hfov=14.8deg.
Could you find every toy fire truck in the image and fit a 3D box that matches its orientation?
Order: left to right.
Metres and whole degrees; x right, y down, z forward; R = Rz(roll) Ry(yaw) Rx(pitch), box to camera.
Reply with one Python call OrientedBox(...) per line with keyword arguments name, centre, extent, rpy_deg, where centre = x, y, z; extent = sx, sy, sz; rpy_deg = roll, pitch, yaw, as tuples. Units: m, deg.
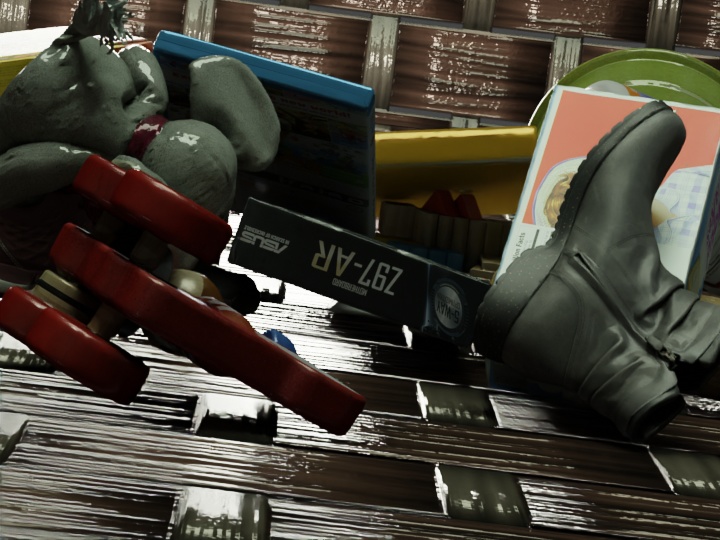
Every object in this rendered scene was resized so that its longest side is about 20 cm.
OrientedBox(name="toy fire truck", centre=(-0.096, 0.028, 1.517), extent=(0.168, 0.112, 0.200), rpy_deg=(32, -3, -21))

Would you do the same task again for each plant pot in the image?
OrientedBox(name="plant pot", centre=(0.215, -0.052, 2.139), extent=(0.200, 0.200, 0.190), rpy_deg=(8, 19, 6))

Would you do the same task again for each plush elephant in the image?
OrientedBox(name="plush elephant", centre=(-0.140, -0.067, 1.675), extent=(0.155, 0.200, 0.165), rpy_deg=(45, 49, 1))

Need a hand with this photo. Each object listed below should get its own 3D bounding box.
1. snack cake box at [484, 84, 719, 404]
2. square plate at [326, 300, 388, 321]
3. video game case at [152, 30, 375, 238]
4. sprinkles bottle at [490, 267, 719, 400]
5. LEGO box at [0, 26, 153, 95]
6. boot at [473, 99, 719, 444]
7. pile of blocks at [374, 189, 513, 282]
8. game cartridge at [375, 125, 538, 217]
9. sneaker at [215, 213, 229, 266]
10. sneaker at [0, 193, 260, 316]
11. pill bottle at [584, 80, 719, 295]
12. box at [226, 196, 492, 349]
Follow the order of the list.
OrientedBox(name="snack cake box", centre=(0.153, -0.015, 1.699), extent=(0.115, 0.067, 0.200), rpy_deg=(9, 52, 15))
OrientedBox(name="square plate", centre=(0.083, 0.018, 1.978), extent=(0.200, 0.028, 0.198), rpy_deg=(8, 8, 3))
OrientedBox(name="video game case", centre=(-0.059, -0.082, 1.811), extent=(0.143, 0.018, 0.200), rpy_deg=(17, -24, 8))
OrientedBox(name="sprinkles bottle", centre=(0.178, 0.041, 1.745), extent=(0.200, 0.068, 0.068), rpy_deg=(10, 8, 26))
OrientedBox(name="LEGO box", centre=(-0.264, -0.121, 1.962), extent=(0.200, 0.077, 0.149), rpy_deg=(-10, 13, -28))
OrientedBox(name="boot", centre=(0.168, 0.004, 1.604), extent=(0.132, 0.200, 0.070), rpy_deg=(27, -21, 23))
OrientedBox(name="pile of blocks", centre=(0.075, -0.020, 1.916), extent=(0.200, 0.062, 0.082), rpy_deg=(10, 8, 23))
OrientedBox(name="game cartridge", centre=(0.024, -0.068, 1.957), extent=(0.200, 0.032, 0.176), rpy_deg=(0, -10, 2))
OrientedBox(name="sneaker", centre=(-0.152, -0.038, 1.992), extent=(0.114, 0.076, 0.199), rpy_deg=(13, 12, -3))
OrientedBox(name="sneaker", centre=(-0.159, -0.032, 1.786), extent=(0.200, 0.116, 0.076), rpy_deg=(8, 7, 7))
OrientedBox(name="pill bottle", centre=(0.234, -0.049, 1.962), extent=(0.200, 0.112, 0.112), rpy_deg=(22, 2, -19))
OrientedBox(name="box", centre=(0.000, 0.000, 1.770), extent=(0.160, 0.044, 0.200), rpy_deg=(20, 1, -1))
